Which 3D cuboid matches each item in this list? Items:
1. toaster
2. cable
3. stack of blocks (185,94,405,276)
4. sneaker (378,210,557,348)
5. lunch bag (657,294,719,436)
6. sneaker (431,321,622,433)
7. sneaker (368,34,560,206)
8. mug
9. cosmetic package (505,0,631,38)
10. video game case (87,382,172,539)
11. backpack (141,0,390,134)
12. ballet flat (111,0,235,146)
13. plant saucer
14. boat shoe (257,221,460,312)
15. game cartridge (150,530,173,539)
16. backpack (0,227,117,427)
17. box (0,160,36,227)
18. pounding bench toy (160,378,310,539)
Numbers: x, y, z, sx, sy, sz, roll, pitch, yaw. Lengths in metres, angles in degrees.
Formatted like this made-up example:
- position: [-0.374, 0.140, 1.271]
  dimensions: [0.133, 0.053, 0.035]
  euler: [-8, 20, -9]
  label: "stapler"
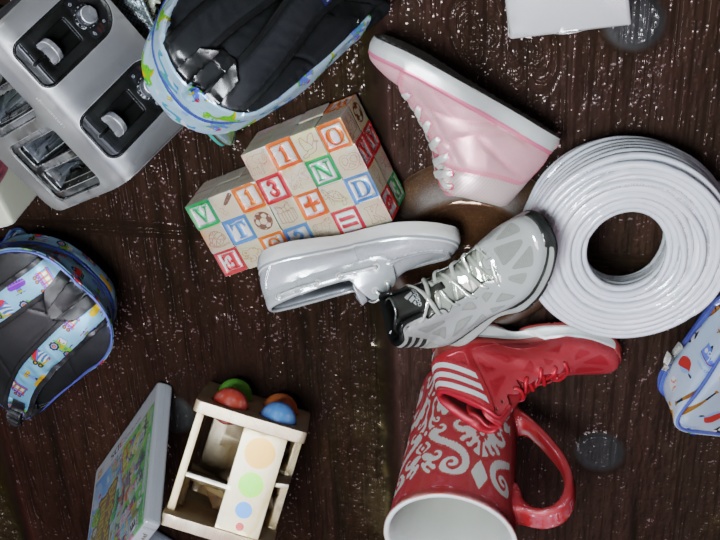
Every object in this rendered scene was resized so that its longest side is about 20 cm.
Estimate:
- position: [-0.277, -0.167, 1.143]
  dimensions: [0.181, 0.119, 0.199]
  euler: [50, 148, -21]
  label: "toaster"
- position: [0.249, -0.027, 1.167]
  dimensions: [0.199, 0.069, 0.200]
  euler: [31, 114, -13]
  label: "cable"
- position: [-0.071, -0.081, 1.225]
  dimensions: [0.199, 0.059, 0.116]
  euler: [-18, 113, 25]
  label: "stack of blocks"
- position: [0.091, 0.021, 1.144]
  dimensions: [0.201, 0.115, 0.076]
  euler: [-48, 62, 45]
  label: "sneaker"
- position: [0.392, 0.100, 1.208]
  dimensions: [0.198, 0.076, 0.161]
  euler: [10, 129, -19]
  label: "lunch bag"
- position: [0.168, 0.117, 1.254]
  dimensions: [0.198, 0.116, 0.079]
  euler: [2, 145, 2]
  label: "sneaker"
- position: [0.077, -0.130, 1.145]
  dimensions: [0.199, 0.075, 0.105]
  euler: [30, 106, -12]
  label: "sneaker"
- position: [0.123, 0.207, 1.285]
  dimensions: [0.176, 0.201, 0.134]
  euler: [19, 131, -4]
  label: "mug"
- position: [0.164, -0.303, 1.019]
  dimensions: [0.107, 0.085, 0.201]
  euler: [-2, 123, 14]
  label: "cosmetic package"
- position: [-0.267, 0.256, 1.409]
  dimensions: [0.022, 0.201, 0.182]
  euler: [22, 126, -22]
  label: "video game case"
- position: [-0.097, -0.208, 1.073]
  dimensions: [0.163, 0.201, 0.153]
  euler: [44, 143, -18]
  label: "backpack"
- position: [-0.168, -0.207, 1.169]
  dimensions: [0.074, 0.074, 0.200]
  euler: [-30, 115, 27]
  label: "ballet flat"
- position: [0.111, -0.015, 1.248]
  dimensions: [0.199, 0.037, 0.202]
  euler: [6, 124, 9]
  label: "plant saucer"
- position: [0.000, 0.000, 1.192]
  dimensions: [0.198, 0.069, 0.072]
  euler: [-8, 162, -1]
  label: "boat shoe"
- position: [-0.302, 0.401, 1.610]
  dimensions: [0.133, 0.041, 0.200]
  euler: [32, 123, -13]
  label: "game cartridge"
- position: [-0.348, 0.040, 1.324]
  dimensions: [0.199, 0.135, 0.183]
  euler: [-35, 110, 29]
  label: "backpack"
- position: [-0.420, -0.141, 1.238]
  dimensions: [0.127, 0.109, 0.201]
  euler: [-12, 119, 19]
  label: "box"
- position: [-0.133, 0.204, 1.399]
  dimensions: [0.123, 0.200, 0.157]
  euler: [17, 93, -2]
  label: "pounding bench toy"
